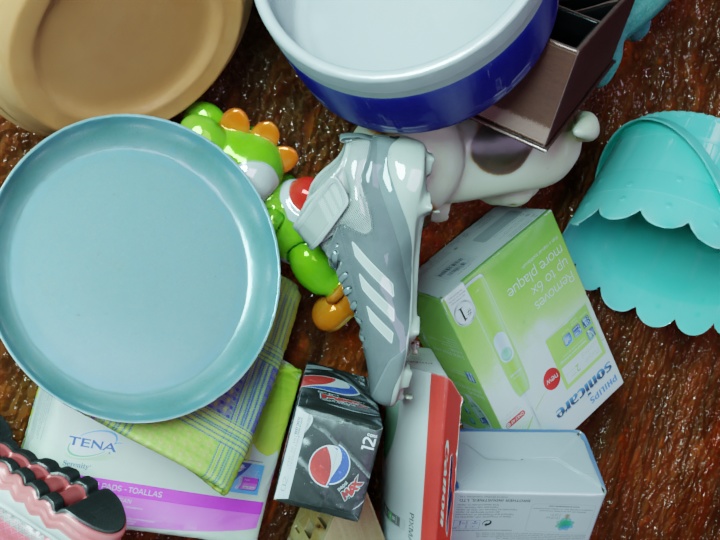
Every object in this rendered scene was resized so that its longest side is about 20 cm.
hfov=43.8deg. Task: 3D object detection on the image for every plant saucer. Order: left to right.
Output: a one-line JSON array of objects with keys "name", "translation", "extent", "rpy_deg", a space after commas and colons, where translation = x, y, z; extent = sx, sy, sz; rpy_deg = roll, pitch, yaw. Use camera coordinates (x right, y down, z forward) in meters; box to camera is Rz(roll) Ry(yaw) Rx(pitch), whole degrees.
[{"name": "plant saucer", "translation": [-0.151, -0.156, 0.569], "extent": [0.198, 0.038, 0.201], "rpy_deg": [-27, 152, -16]}, {"name": "plant saucer", "translation": [-0.148, -0.002, 0.598], "extent": [0.197, 0.027, 0.205], "rpy_deg": [5, 79, -28]}]

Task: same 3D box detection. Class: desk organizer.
[{"name": "desk organizer", "translation": [0.154, -0.176, 0.694], "extent": [0.200, 0.071, 0.078], "rpy_deg": [-47, 158, -48]}]

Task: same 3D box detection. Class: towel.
[{"name": "towel", "translation": [-0.123, 0.049, 0.664], "extent": [0.142, 0.023, 0.202], "rpy_deg": [32, 44, -18]}]

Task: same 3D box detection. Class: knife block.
[{"name": "knife block", "translation": [0.010, 0.283, 0.802], "extent": [0.173, 0.064, 0.203], "rpy_deg": [21, 95, -27]}]

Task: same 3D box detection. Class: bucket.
[{"name": "bucket", "translation": [0.308, -0.046, 0.872], "extent": [0.207, 0.206, 0.136], "rpy_deg": [40, 67, -26]}]

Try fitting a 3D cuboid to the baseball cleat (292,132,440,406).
[{"name": "baseball cleat", "translation": [0.000, 0.000, 0.662], "extent": [0.104, 0.070, 0.204], "rpy_deg": [5, 103, -2]}]

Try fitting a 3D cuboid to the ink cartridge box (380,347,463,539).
[{"name": "ink cartridge box", "translation": [0.045, 0.160, 0.746], "extent": [0.049, 0.200, 0.165], "rpy_deg": [3, 95, 0]}]

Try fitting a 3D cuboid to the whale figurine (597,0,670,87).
[{"name": "whale figurine", "translation": [0.257, -0.274, 0.844], "extent": [0.159, 0.102, 0.203], "rpy_deg": [48, 57, -48]}]

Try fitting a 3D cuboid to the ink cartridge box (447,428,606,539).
[{"name": "ink cartridge box", "translation": [0.128, 0.241, 0.816], "extent": [0.133, 0.077, 0.203], "rpy_deg": [2, 124, -5]}]

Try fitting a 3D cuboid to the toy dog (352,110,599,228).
[{"name": "toy dog", "translation": [0.078, -0.095, 0.744], "extent": [0.197, 0.193, 0.142], "rpy_deg": [-15, 115, -33]}]

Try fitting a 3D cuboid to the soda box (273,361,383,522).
[{"name": "soda box", "translation": [-0.024, 0.124, 0.696], "extent": [0.062, 0.200, 0.072], "rpy_deg": [14, 92, -2]}]

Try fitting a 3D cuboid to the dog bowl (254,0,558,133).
[{"name": "dog bowl", "translation": [0.031, -0.197, 0.589], "extent": [0.203, 0.198, 0.079], "rpy_deg": [-62, 159, -9]}]

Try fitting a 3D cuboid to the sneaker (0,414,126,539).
[{"name": "sneaker", "translation": [-0.256, 0.154, 0.599], "extent": [0.198, 0.074, 0.088], "rpy_deg": [29, 96, 14]}]

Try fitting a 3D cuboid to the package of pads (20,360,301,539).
[{"name": "package of pads", "translation": [-0.154, 0.119, 0.700], "extent": [0.197, 0.068, 0.158], "rpy_deg": [17, 88, -30]}]

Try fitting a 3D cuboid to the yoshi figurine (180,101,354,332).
[{"name": "yoshi figurine", "translation": [-0.079, -0.041, 0.703], "extent": [0.200, 0.112, 0.112], "rpy_deg": [44, 81, -25]}]

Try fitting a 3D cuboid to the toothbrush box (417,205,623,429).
[{"name": "toothbrush box", "translation": [0.144, 0.063, 0.854], "extent": [0.145, 0.086, 0.202], "rpy_deg": [-35, 113, -21]}]
